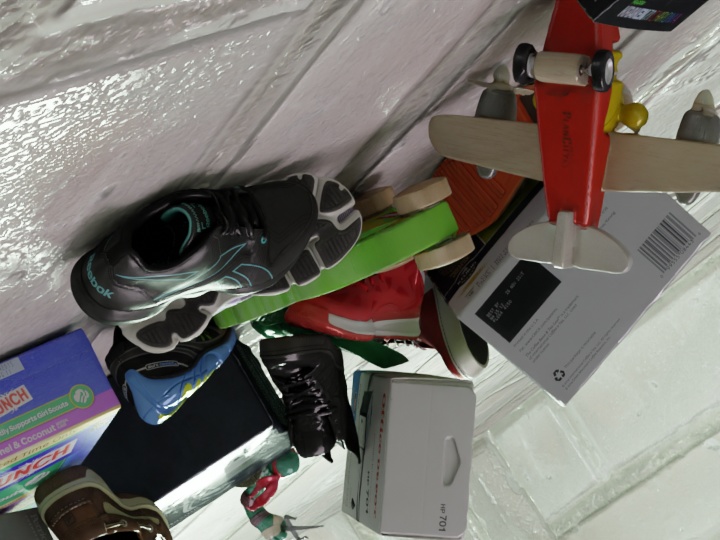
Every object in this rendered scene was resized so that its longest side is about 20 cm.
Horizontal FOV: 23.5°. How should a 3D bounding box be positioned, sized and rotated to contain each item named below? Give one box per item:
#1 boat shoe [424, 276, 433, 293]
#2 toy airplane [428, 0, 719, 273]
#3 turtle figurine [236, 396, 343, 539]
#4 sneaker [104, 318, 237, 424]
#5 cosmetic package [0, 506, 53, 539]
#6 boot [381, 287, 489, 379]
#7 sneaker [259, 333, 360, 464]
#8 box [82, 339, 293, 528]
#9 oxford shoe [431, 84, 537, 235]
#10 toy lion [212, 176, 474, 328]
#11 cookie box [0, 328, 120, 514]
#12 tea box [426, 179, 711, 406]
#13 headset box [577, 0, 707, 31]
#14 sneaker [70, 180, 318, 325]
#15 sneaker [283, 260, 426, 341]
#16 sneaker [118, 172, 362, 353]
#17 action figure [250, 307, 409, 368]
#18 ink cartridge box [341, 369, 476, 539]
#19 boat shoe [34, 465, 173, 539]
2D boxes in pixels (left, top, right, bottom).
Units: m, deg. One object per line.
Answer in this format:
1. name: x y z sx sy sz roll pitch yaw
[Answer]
1. boat shoe: 0.079 -0.026 1.697 0.200 0.070 0.066 -38 -156 21
2. toy airplane: 0.174 -0.097 1.322 0.199 0.200 0.141 -44 180 37
3. turtle figurine: -0.105 0.187 1.754 0.100 0.199 0.151 32 75 -43
4. sneaker: -0.155 0.060 1.390 0.071 0.083 0.200 -42 -177 13
5. cosmetic package: -0.311 0.255 1.317 0.090 0.107 0.200 -35 167 27
6. boot: 0.044 0.067 1.736 0.144 0.073 0.200 -31 -147 8
7. sneaker: -0.042 0.119 1.553 0.059 0.105 0.200 -6 170 12
8. box: -0.176 0.154 1.604 0.199 0.124 0.197 -33 167 0
9. oxford shoe: 0.128 -0.094 1.528 0.073 0.072 0.200 -27 168 -48
10. toy lion: -0.029 -0.005 1.389 0.191 0.069 0.200 -25 -173 -18
11. cookie box: -0.295 0.144 1.340 0.170 0.076 0.200 -24 165 -33
12. tea box: 0.179 -0.017 1.552 0.200 0.133 0.197 -49 -166 6
13. headset box: 0.221 -0.248 1.071 0.200 0.093 0.174 -39 168 24
14. sneaker: -0.101 -0.021 1.187 0.199 0.076 0.079 -25 164 -36
15. sneaker: 0.000 0.000 1.546 0.078 0.117 0.200 12 -177 24
16. sneaker: -0.095 -0.011 1.302 0.199 0.081 0.083 -26 -174 -1
17. action figure: -0.046 0.049 1.625 0.117 0.055 0.200 8 175 30
18. ink cartridge box: 0.043 0.171 1.645 0.085 0.148 0.200 5 177 -9
19. boat shoe: -0.204 0.228 1.430 0.074 0.075 0.202 -36 153 4
